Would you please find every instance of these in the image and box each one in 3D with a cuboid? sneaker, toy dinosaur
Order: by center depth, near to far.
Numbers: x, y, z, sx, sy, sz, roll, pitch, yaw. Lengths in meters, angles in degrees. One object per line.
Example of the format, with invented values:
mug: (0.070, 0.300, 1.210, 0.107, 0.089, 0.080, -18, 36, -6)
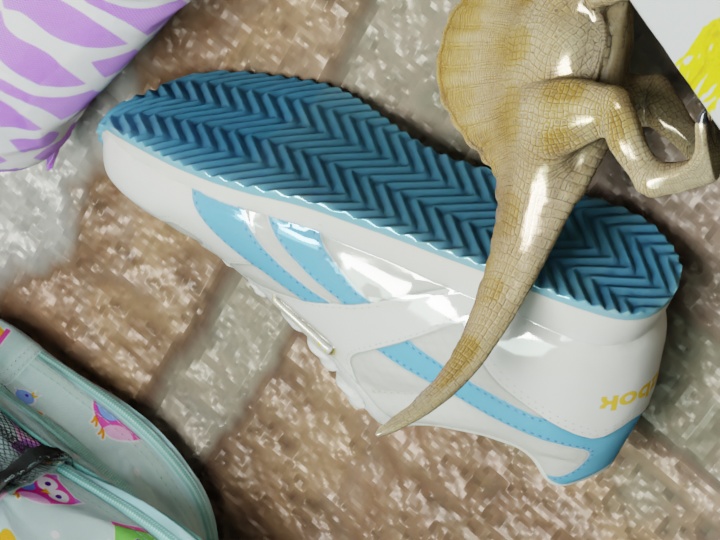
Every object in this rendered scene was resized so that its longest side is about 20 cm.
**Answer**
toy dinosaur: (0.064, -0.046, 0.817, 0.101, 0.058, 0.202, 5, 86, 29)
sneaker: (0.000, 0.000, 0.887, 0.199, 0.076, 0.081, 25, 127, 23)

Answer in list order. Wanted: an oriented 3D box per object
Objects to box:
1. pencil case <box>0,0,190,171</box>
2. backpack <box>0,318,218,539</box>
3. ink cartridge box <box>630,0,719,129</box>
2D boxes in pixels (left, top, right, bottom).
pencil case: (-0.075, -0.107, 0.883, 0.085, 0.084, 0.200, 21, 141, -34)
backpack: (-0.131, 0.127, 0.986, 0.200, 0.153, 0.176, 38, 129, 19)
ink cartridge box: (0.164, -0.083, 0.648, 0.201, 0.145, 0.145, 57, 137, 24)
